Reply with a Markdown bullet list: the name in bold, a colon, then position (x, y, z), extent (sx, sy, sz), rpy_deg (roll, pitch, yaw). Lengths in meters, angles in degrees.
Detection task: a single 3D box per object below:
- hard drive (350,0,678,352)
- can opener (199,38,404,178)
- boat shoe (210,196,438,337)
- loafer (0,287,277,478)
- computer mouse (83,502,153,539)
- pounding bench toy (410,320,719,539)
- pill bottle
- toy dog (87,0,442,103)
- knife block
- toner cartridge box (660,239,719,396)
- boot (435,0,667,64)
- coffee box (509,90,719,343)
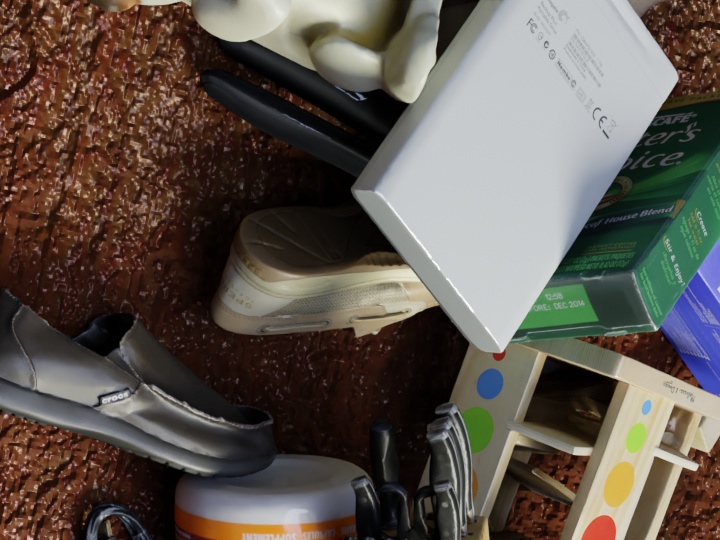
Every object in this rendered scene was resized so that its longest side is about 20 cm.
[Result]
- **hard drive**: position (0.086, -0.074, 1.620), extent (0.132, 0.027, 0.200), rpy_deg (51, 61, -33)
- **can opener**: position (0.005, -0.075, 1.676), extent (0.200, 0.079, 0.063), rpy_deg (32, 58, -2)
- **boat shoe**: position (0.000, 0.000, 1.713), extent (0.200, 0.071, 0.065), rpy_deg (-2, 134, -39)
- **loafer**: position (-0.125, 0.060, 1.636), extent (0.200, 0.073, 0.072), rpy_deg (19, 90, -32)
- **computer mouse**: position (-0.134, 0.228, 1.690), extent (0.058, 0.034, 0.201), rpy_deg (-3, 95, -13)
- **pounding bench toy**: position (0.132, 0.128, 1.768), extent (0.200, 0.124, 0.156), rpy_deg (22, 87, -50)
- **pill bottle**: position (-0.047, 0.211, 1.686), extent (0.113, 0.113, 0.201), rpy_deg (-7, 102, -30)
- **toy dog**: position (-0.056, -0.181, 1.598), extent (0.199, 0.194, 0.140), rpy_deg (17, 87, -9)
- **knife block**: position (0.038, 0.170, 1.656), extent (0.200, 0.064, 0.176), rpy_deg (50, 45, -71)
- **toner cartridge box**: position (0.235, 0.045, 1.837), extent (0.043, 0.095, 0.200), rpy_deg (-46, 118, -16)
- **boot**: position (0.122, -0.130, 1.744), extent (0.199, 0.070, 0.147), rpy_deg (9, 81, -14)
- **coffee box**: position (0.149, -0.033, 1.714), extent (0.200, 0.123, 0.044), rpy_deg (-50, 124, -44)
